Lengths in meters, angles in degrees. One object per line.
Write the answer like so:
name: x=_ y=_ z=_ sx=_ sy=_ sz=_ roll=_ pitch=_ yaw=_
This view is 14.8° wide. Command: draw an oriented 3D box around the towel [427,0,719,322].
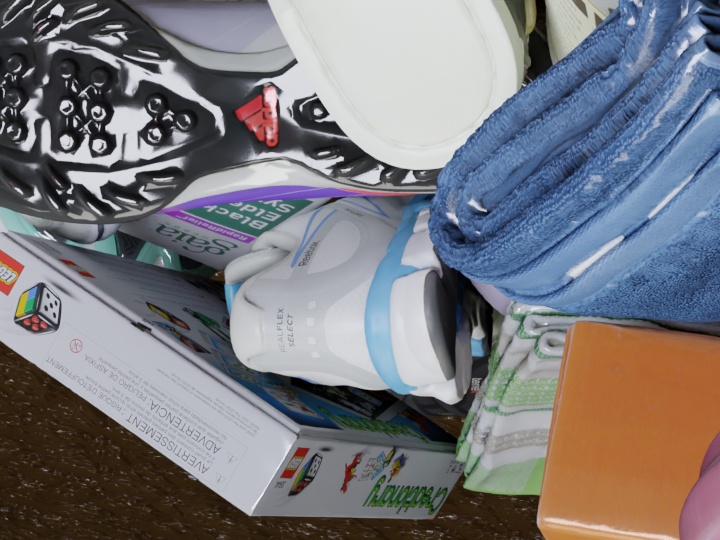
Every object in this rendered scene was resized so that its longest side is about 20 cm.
towel: x=0.123 y=-0.020 z=0.641 sx=0.200 sy=0.049 sz=0.112 roll=2 pitch=152 yaw=-32

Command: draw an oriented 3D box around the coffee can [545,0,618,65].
coffee can: x=0.108 y=-0.111 z=0.674 sx=0.146 sy=0.147 sz=0.200 roll=8 pitch=158 yaw=12

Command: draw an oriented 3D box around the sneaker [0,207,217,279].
sneaker: x=-0.149 y=-0.029 z=1.133 sx=0.200 sy=0.078 sz=0.140 roll=22 pitch=160 yaw=2

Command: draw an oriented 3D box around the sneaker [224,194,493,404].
sneaker: x=0.000 y=0.000 z=0.943 sx=0.086 sy=0.075 sz=0.200 roll=-3 pitch=-175 yaw=9

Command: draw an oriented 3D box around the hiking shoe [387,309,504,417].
hiking shoe: x=0.036 y=0.044 z=1.198 sx=0.101 sy=0.076 sz=0.200 roll=24 pitch=155 yaw=-20

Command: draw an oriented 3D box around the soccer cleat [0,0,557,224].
soccer cleat: x=-0.040 y=-0.049 z=0.811 sx=0.200 sy=0.068 sz=0.073 roll=-1 pitch=-176 yaw=6

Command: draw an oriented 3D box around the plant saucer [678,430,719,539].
plant saucer: x=0.171 y=0.033 z=0.661 sx=0.200 sy=0.051 sz=0.201 roll=-9 pitch=157 yaw=-4

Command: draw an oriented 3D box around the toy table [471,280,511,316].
toy table: x=0.131 y=-0.030 z=0.907 sx=0.184 sy=0.117 sz=0.200 roll=-8 pitch=151 yaw=41

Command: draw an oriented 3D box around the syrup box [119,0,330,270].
syrup box: x=-0.034 y=-0.071 z=0.944 sx=0.079 sy=0.082 sz=0.200 roll=22 pitch=155 yaw=-20

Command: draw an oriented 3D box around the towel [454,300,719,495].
towel: x=0.112 y=0.055 z=0.933 sx=0.149 sy=0.031 sz=0.200 roll=12 pitch=160 yaw=-1

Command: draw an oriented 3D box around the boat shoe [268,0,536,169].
boat shoe: x=-0.011 y=-0.125 z=0.720 sx=0.072 sy=0.060 sz=0.202 roll=-20 pitch=102 yaw=20

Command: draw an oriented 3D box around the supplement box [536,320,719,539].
supplement box: x=0.104 y=0.077 z=0.866 sx=0.066 sy=0.069 sz=0.200 roll=7 pitch=165 yaw=15

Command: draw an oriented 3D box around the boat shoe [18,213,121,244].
boat shoe: x=-0.165 y=-0.068 z=0.912 sx=0.202 sy=0.086 sz=0.075 roll=49 pitch=151 yaw=-16

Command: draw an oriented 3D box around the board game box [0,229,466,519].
board game box: x=-0.045 y=0.040 z=0.979 sx=0.126 sy=0.035 sz=0.200 roll=34 pitch=-175 yaw=19
